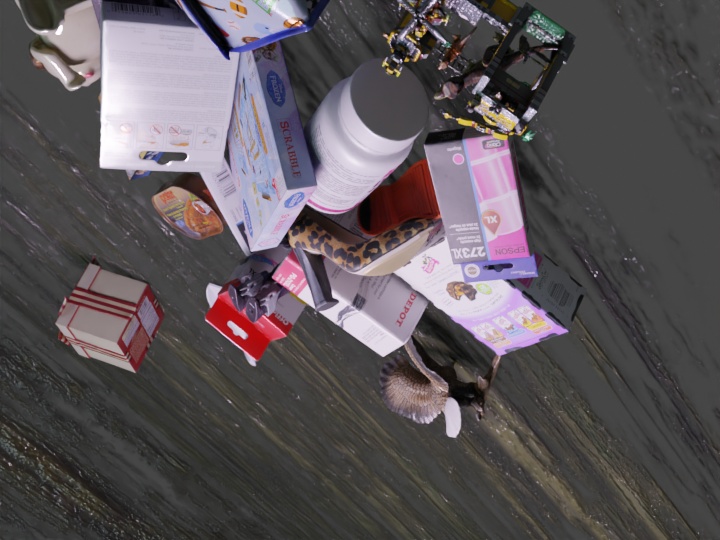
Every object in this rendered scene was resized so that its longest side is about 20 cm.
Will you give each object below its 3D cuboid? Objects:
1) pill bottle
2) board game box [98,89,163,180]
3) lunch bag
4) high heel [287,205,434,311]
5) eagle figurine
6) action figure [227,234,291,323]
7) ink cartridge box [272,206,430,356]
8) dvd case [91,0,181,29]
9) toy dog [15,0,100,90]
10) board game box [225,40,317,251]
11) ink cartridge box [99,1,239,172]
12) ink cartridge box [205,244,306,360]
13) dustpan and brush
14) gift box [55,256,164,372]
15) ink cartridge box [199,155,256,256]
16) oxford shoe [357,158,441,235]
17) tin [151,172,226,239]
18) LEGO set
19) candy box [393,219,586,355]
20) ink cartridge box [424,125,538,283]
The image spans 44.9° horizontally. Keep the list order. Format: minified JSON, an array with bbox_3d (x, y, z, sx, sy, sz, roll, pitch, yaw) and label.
[{"bbox_3d":[-0.005,-0.151,1.000,0.112,0.115,0.200,36,154,-8],"label":"pill bottle"},{"bbox_3d":[-0.316,-0.226,1.233,0.199,0.034,0.138,-26,85,61],"label":"board game box"},{"bbox_3d":[-0.136,-0.310,0.864,0.197,0.125,0.171,3,142,48],"label":"lunch bag"},{"bbox_3d":[-0.007,-0.057,1.078,0.198,0.145,0.071,-31,159,28],"label":"high heel"},{"bbox_3d":[0.114,0.171,1.406,0.196,0.155,0.151,20,172,13],"label":"eagle figurine"},{"bbox_3d":[-0.094,0.002,1.273,0.129,0.198,0.070,37,146,32],"label":"action figure"},{"bbox_3d":[0.000,0.000,1.212,0.198,0.146,0.084,35,152,-7],"label":"ink cartridge box"},{"bbox_3d":[-0.234,-0.305,1.012,0.145,0.016,0.201,-7,152,-6],"label":"dvd case"},{"bbox_3d":[-0.378,-0.318,1.109,0.194,0.139,0.201,47,156,10],"label":"toy dog"},{"bbox_3d":[-0.119,-0.154,1.066,0.199,0.040,0.205,137,121,-64],"label":"board game box"},{"bbox_3d":[-0.234,-0.215,1.051,0.156,0.048,0.203,-1,133,-20],"label":"ink cartridge box"},{"bbox_3d":[-0.137,0.023,1.342,0.116,0.202,0.067,39,154,-17],"label":"ink cartridge box"},{"bbox_3d":[-0.241,0.123,1.787,0.137,0.058,0.202,17,150,29],"label":"dustpan and brush"},{"bbox_3d":[-0.579,0.095,1.995,0.182,0.187,0.202,15,147,13],"label":"gift box"},{"bbox_3d":[-0.215,-0.151,1.258,0.202,0.046,0.199,59,175,36],"label":"ink cartridge box"},{"bbox_3d":[0.085,-0.092,1.077,0.072,0.073,0.197,0,170,-45],"label":"oxford shoe"},{"bbox_3d":[-0.283,-0.108,1.461,0.111,0.042,0.199,40,157,-22],"label":"tin"},{"bbox_3d":[0.097,-0.186,0.819,0.199,0.117,0.153,37,153,-9],"label":"LEGO set"},{"bbox_3d":[0.163,0.012,1.136,0.199,0.072,0.167,38,153,-11],"label":"candy box"},{"bbox_3d":[0.139,-0.065,0.985,0.092,0.037,0.203,-5,124,21],"label":"ink cartridge box"}]
